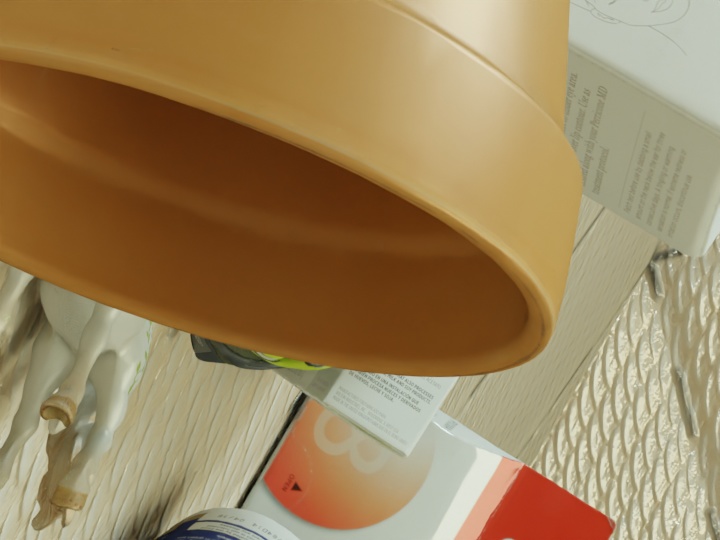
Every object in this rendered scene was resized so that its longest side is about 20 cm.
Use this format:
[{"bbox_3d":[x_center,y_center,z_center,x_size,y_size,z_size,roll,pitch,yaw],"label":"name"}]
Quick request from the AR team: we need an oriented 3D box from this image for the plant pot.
[{"bbox_3d":[-0.027,-0.073,0.702,0.200,0.200,0.140,89,19,-73],"label":"plant pot"}]

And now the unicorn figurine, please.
[{"bbox_3d":[-0.090,0.007,0.977,0.200,0.074,0.137,-47,-167,55],"label":"unicorn figurine"}]

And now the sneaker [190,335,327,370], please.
[{"bbox_3d":[0.000,0.000,1.274,0.200,0.074,0.081,-15,-178,-44],"label":"sneaker"}]

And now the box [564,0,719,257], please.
[{"bbox_3d":[0.078,-0.129,0.956,0.152,0.200,0.106,-54,168,-18],"label":"box"}]

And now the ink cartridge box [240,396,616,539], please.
[{"bbox_3d":[0.029,0.169,1.643,0.162,0.200,0.050,-60,170,11],"label":"ink cartridge box"}]

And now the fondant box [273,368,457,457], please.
[{"bbox_3d":[0.039,-0.010,1.411,0.200,0.058,0.144,-56,-165,-3],"label":"fondant box"}]

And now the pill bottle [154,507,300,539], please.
[{"bbox_3d":[-0.098,0.203,1.389,0.111,0.111,0.200,-62,170,22],"label":"pill bottle"}]
